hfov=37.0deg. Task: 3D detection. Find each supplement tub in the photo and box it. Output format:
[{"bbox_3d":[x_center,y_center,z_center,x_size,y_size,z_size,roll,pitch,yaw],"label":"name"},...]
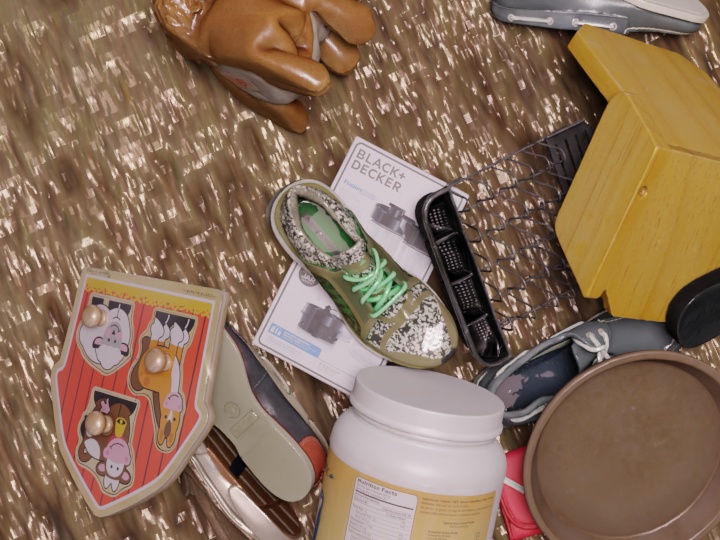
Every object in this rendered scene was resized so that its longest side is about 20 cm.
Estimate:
[{"bbox_3d":[0.037,0.192,0.862,0.142,0.145,0.203,11,99,2],"label":"supplement tub"}]

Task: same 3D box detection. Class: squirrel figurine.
[{"bbox_3d":[-0.074,-0.250,0.930,0.198,0.142,0.189,27,79,0],"label":"squirrel figurine"}]

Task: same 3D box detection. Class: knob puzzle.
[{"bbox_3d":[-0.200,0.104,0.895,0.217,0.030,0.224,-8,76,33],"label":"knob puzzle"}]

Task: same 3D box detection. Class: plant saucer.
[{"bbox_3d":[0.229,0.156,0.903,0.197,0.030,0.203,-2,110,-6],"label":"plant saucer"}]

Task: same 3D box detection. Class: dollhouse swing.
[{"bbox_3d":[0.243,-0.081,0.913,0.198,0.176,0.184,6,117,-33],"label":"dollhouse swing"}]

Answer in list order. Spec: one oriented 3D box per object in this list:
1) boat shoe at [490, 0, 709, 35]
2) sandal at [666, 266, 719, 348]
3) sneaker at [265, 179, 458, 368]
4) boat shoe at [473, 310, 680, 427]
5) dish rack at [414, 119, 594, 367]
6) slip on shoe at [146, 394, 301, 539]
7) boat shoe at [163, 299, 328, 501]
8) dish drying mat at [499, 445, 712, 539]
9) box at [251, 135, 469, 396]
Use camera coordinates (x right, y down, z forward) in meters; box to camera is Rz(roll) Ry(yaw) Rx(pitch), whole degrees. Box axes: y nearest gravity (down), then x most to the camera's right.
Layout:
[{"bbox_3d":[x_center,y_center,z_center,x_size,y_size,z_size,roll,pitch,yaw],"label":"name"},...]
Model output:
[{"bbox_3d":[0.212,-0.238,0.972,0.197,0.073,0.062,11,128,-5],"label":"boat shoe"},{"bbox_3d":[0.344,0.010,0.883,0.199,0.076,0.048,-31,40,-9],"label":"sandal"},{"bbox_3d":[-0.001,0.004,0.865,0.200,0.089,0.077,43,86,3],"label":"sneaker"},{"bbox_3d":[0.191,0.082,0.922,0.197,0.062,0.074,-20,85,-1],"label":"boat shoe"},{"bbox_3d":[0.149,-0.031,0.912,0.198,0.054,0.155,-26,106,-15],"label":"dish rack"},{"bbox_3d":[-0.134,0.169,0.926,0.060,0.076,0.201,-40,90,14],"label":"slip on shoe"},{"bbox_3d":[-0.097,0.103,0.923,0.071,0.063,0.201,-37,91,27],"label":"boat shoe"},{"bbox_3d":[0.214,0.171,0.944,0.197,0.018,0.078,-18,84,-1],"label":"dish drying mat"},{"bbox_3d":[0.000,0.000,0.941,0.115,0.060,0.202,28,85,3],"label":"box"}]
